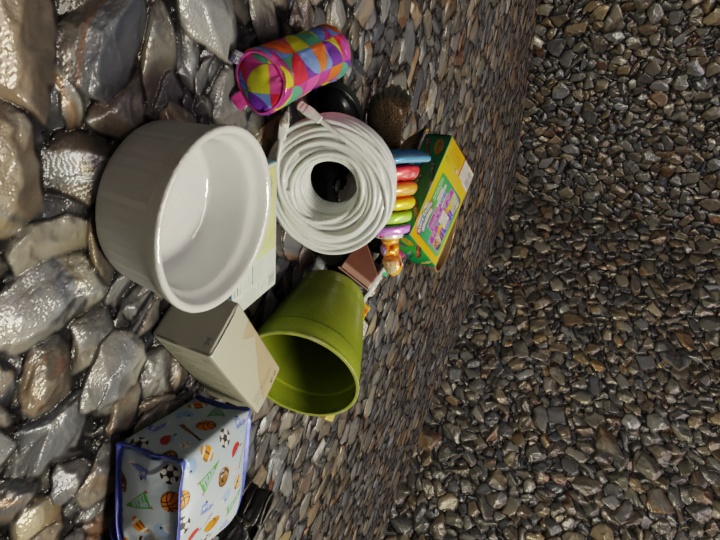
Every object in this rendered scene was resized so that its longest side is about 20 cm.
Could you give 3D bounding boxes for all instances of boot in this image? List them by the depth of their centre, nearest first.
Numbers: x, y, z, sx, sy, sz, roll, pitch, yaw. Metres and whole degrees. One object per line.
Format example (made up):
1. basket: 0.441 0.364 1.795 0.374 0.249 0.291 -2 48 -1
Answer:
1. boot: -0.188 0.329 0.920 0.203 0.130 0.070 -69 160 -10
2. boot: -0.056 -0.180 0.943 0.201 0.075 0.170 84 25 -61

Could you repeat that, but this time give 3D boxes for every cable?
1. cable: -0.044 -0.127 0.852 0.202 0.197 0.070 -62 -175 28

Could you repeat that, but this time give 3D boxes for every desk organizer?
1. desk organizer: 0.000 0.000 1.132 0.077 0.071 0.200 -53 179 -10

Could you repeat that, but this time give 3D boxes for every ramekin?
1. ramekin: -0.190 -0.065 0.636 0.200 0.096 0.204 17 90 -72

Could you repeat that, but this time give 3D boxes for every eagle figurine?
1. eagle figurine: 0.077 -0.245 1.148 0.200 0.149 0.153 53 56 -65

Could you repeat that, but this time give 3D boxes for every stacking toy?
1. stacking toy: 0.046 -0.091 0.937 0.109 0.115 0.204 -13 105 -46

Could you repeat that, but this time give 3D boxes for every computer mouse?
1. computer mouse: 0.024 -0.054 1.337 0.142 0.046 0.200 -63 162 7

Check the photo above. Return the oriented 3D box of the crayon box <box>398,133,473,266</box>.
1. crayon box: 0.126 -0.125 1.039 0.119 0.058 0.203 42 68 -50

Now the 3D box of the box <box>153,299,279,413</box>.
1. box: -0.189 0.114 0.797 0.201 0.093 0.079 78 34 -57

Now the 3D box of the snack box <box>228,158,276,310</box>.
1. snack box: -0.163 -0.046 0.818 0.116 0.036 0.203 -45 147 -54

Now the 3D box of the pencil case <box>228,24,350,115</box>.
1. pencil case: -0.089 -0.273 0.777 0.200 0.087 0.090 -46 147 -49

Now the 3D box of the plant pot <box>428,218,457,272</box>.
1. plant pot: 0.220 -0.104 1.756 0.203 0.091 0.202 90 26 -42

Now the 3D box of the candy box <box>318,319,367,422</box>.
1. candy box: -0.075 0.175 1.132 0.057 0.115 0.203 54 55 -67

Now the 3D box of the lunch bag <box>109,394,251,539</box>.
1. lunch bag: -0.237 0.296 0.775 0.170 0.122 0.204 -26 122 -66

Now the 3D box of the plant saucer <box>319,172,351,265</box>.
1. plant saucer: -0.018 -0.104 1.157 0.200 0.049 0.204 17 89 -71

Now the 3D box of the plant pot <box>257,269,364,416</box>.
1. plant pot: -0.076 0.107 0.999 0.195 0.196 0.203 -70 165 -46

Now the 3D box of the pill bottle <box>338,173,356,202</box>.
1. pill bottle: 0.057 -0.114 1.095 0.198 0.113 0.116 10 97 -53

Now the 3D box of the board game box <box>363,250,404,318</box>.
1. board game box: 0.031 0.039 1.275 0.202 0.026 0.200 -56 180 -16
